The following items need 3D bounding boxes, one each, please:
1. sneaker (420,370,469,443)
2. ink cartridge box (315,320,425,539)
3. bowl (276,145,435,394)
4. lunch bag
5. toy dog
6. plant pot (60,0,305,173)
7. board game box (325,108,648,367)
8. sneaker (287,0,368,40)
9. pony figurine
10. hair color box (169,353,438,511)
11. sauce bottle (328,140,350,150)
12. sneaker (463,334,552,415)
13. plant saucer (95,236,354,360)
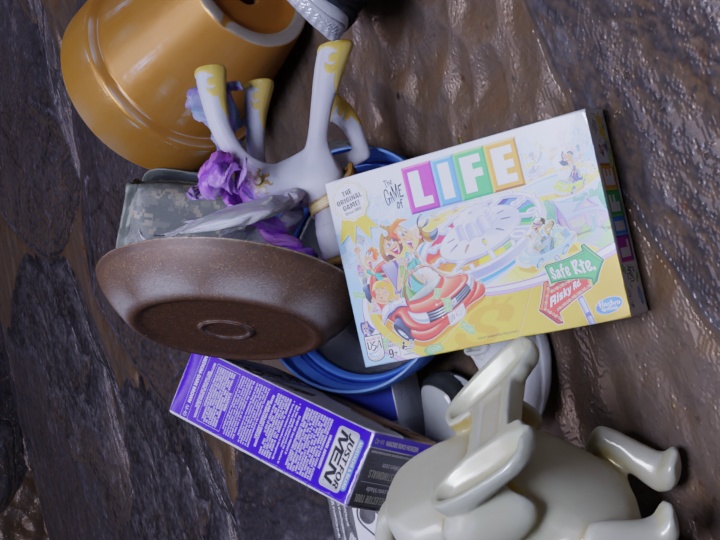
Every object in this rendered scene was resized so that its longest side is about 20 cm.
[{"bbox_3d":[0.075,0.179,1.005,0.074,0.080,0.200,-25,76,65],"label":"sneaker"},{"bbox_3d":[0.009,0.141,1.075,0.094,0.044,0.200,-15,84,34],"label":"ink cartridge box"},{"bbox_3d":[0.000,0.000,1.028,0.200,0.039,0.201,-4,84,36],"label":"bowl"},{"bbox_3d":[-0.140,-0.030,1.197,0.200,0.164,0.118,-132,52,-82],"label":"lunch bag"},{"bbox_3d":[0.125,0.179,0.804,0.194,0.200,0.140,-47,12,18],"label":"toy dog"},{"bbox_3d":[-0.152,-0.219,1.190,0.183,0.200,0.200,-33,70,46],"label":"plant pot"},{"bbox_3d":[0.080,-0.018,0.851,0.200,0.034,0.135,-14,88,31],"label":"board game box"},{"bbox_3d":[-0.001,-0.248,0.990,0.114,0.075,0.200,-44,14,15],"label":"sneaker"},{"bbox_3d":[-0.069,-0.060,0.962,0.167,0.193,0.200,91,168,-76],"label":"pony figurine"},{"bbox_3d":[-0.042,0.126,1.003,0.200,0.109,0.065,22,90,38],"label":"hair color box"},{"bbox_3d":[-0.016,-0.015,1.126,0.066,0.066,0.200,36,129,54],"label":"sauce bottle"},{"bbox_3d":[0.082,0.023,0.927,0.070,0.080,0.200,-16,88,62],"label":"sneaker"},{"bbox_3d":[-0.097,0.029,0.936,0.200,0.200,0.037,142,136,-61],"label":"plant saucer"}]
